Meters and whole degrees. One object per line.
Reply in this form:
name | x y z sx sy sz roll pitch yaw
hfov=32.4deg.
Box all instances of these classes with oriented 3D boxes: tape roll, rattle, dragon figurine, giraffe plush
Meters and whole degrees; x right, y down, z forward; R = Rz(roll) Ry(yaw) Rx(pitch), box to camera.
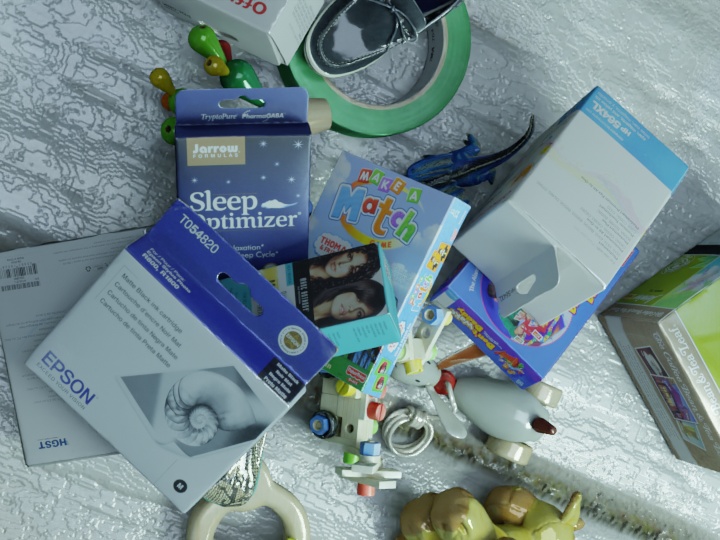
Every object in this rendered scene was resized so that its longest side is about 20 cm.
tape roll | 0.012 -0.236 1.261 0.200 0.048 0.201 0 91 -17
rattle | -0.114 0.240 1.194 0.130 0.143 0.200 -10 101 1
dragon figurine | 0.085 -0.093 1.243 0.099 0.200 0.059 -37 108 -52
giraffe plush | 0.154 0.287 1.281 0.162 0.173 0.200 -33 91 -36

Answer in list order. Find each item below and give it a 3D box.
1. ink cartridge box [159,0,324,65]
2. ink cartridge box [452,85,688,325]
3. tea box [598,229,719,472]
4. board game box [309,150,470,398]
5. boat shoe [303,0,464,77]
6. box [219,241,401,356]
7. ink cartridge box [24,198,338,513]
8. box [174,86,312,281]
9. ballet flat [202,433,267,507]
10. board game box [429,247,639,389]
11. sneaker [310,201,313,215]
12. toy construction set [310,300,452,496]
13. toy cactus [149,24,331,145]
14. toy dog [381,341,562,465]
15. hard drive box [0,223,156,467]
ink cartridge box | -0.091 -0.319 1.180 0.147 0.083 0.200 27 83 11
ink cartridge box | 0.197 -0.054 1.211 0.125 0.129 0.200 42 61 -3
tea box | 0.406 0.084 1.352 0.197 0.134 0.200 -32 101 -15
board game box | 0.000 0.000 1.196 0.037 0.151 0.200 26 90 -52
boat shoe | 0.032 -0.256 1.211 0.200 0.062 0.075 -32 103 -12
box | -0.068 0.041 1.125 0.200 0.049 0.082 -14 54 8
ink cartridge box | -0.156 0.075 1.074 0.200 0.041 0.200 43 102 0
box | -0.106 -0.068 1.123 0.121 0.032 0.200 -3 121 -8
ballet flat | -0.112 0.122 1.167 0.075 0.068 0.200 23 79 -48
board game box | 0.183 0.004 1.283 0.134 0.045 0.200 44 61 -2
sneaker | -0.115 0.006 1.222 0.200 0.070 0.078 -40 106 -5
toy construction set | 0.014 0.123 1.227 0.092 0.131 0.200 31 69 -54
toy cactus | -0.111 -0.135 1.192 0.165 0.102 0.200 -10 87 -18
toy dog | 0.126 0.137 1.284 0.200 0.096 0.132 5 90 -18
hard drive box | -0.244 0.068 1.148 0.156 0.077 0.200 -9 94 6
